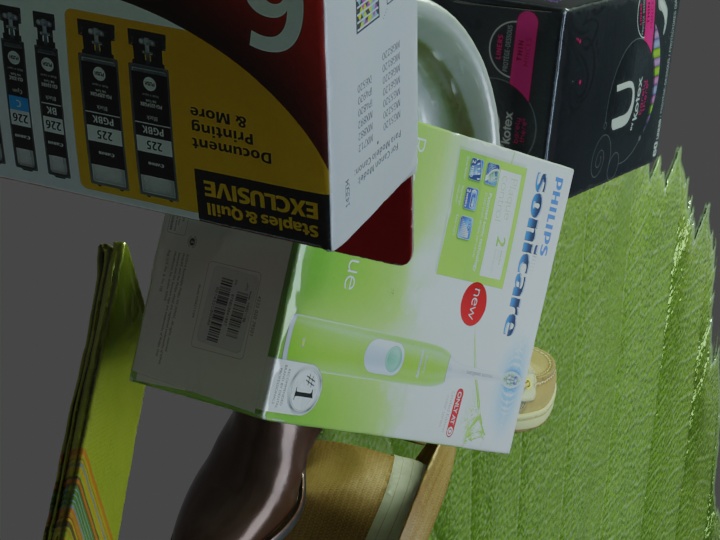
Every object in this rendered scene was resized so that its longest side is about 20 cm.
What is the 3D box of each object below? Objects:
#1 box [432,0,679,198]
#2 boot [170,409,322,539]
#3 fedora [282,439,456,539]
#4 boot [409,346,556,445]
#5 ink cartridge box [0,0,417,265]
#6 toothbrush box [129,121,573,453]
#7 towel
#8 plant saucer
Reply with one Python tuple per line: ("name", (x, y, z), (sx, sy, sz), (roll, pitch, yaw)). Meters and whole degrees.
("box", (0.109, -0.118, 1.594), (0.200, 0.106, 0.123), (-24, 123, -61))
("boot", (-0.065, 0.033, 1.344), (0.187, 0.064, 0.200), (-57, 146, -37))
("fedora", (-0.014, 0.151, 1.449), (0.201, 0.082, 0.201), (-156, -90, -88))
("boot", (0.081, 0.021, 1.644), (0.200, 0.073, 0.156), (-9, 113, -59))
("ink cartridge box", (-0.081, -0.080, 1.066), (0.084, 0.199, 0.176), (-43, 138, -51))
("toothbrush box", (0.000, 0.000, 1.224), (0.200, 0.086, 0.146), (14, 89, -54))
("towel", (-0.124, 0.088, 1.218), (0.086, 0.018, 0.200), (82, 12, -49))
("plant saucer", (-0.006, -0.042, 1.314), (0.200, 0.050, 0.201), (-20, 116, -48))
